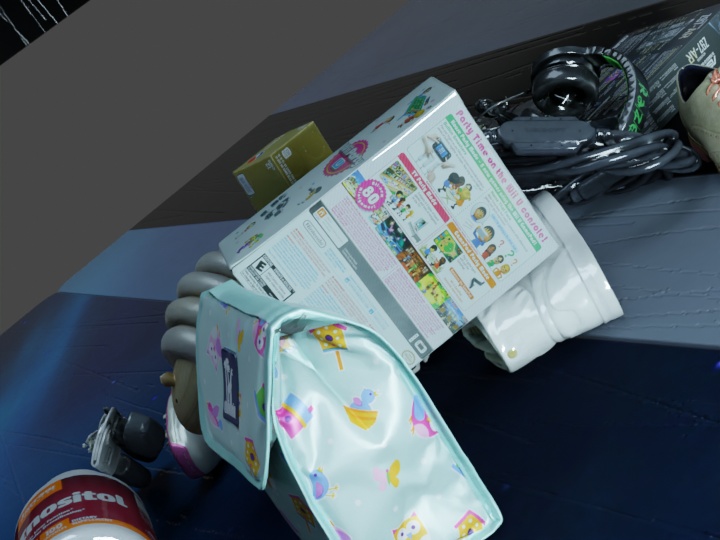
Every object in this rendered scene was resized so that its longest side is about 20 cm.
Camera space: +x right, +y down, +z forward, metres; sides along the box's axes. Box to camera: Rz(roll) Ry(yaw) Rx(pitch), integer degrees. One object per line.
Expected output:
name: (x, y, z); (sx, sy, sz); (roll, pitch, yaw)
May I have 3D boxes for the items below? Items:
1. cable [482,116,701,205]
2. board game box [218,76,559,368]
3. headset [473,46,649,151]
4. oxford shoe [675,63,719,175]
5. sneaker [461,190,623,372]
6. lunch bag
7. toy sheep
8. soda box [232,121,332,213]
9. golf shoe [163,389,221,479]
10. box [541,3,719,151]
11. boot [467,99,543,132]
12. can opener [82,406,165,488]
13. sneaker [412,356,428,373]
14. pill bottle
cable: (0.180, -0.082, 1.065); (0.198, 0.051, 0.163); (-1, -14, 4)
board game box: (0.021, -0.017, 0.929); (0.199, 0.148, 0.064); (-38, 22, -1)
headset: (0.187, -0.142, 1.202); (0.199, 0.094, 0.124); (14, 78, 48)
oxford shoe: (0.291, -0.118, 1.001); (0.070, 0.075, 0.200); (-34, 16, 0)
sneaker: (0.123, 0.008, 0.999); (0.115, 0.074, 0.200); (-30, 18, 8)
lunch bag: (-0.026, 0.098, 0.821); (0.122, 0.201, 0.170); (-39, 17, -13)
toy sheep: (-0.087, 0.039, 1.016); (0.137, 0.138, 0.201); (-10, 49, 57)
soda box: (-0.028, -0.030, 1.183); (0.064, 0.201, 0.068); (-16, 21, 48)
golf shoe: (-0.124, 0.117, 1.209); (0.091, 0.076, 0.200); (-23, 22, 19)
box: (0.269, -0.182, 1.284); (0.200, 0.044, 0.160); (-44, 18, -25)
boot: (0.154, -0.159, 1.449); (0.173, 0.070, 0.201); (-21, 25, 27)
can opener: (-0.206, 0.166, 1.161); (0.200, 0.066, 0.053); (100, -174, -74)
sneaker: (-0.026, 0.071, 1.116); (0.199, 0.075, 0.081); (-21, 30, 22)
pill bottle: (-0.215, 0.225, 1.010); (0.113, 0.113, 0.200); (-38, 16, -8)
